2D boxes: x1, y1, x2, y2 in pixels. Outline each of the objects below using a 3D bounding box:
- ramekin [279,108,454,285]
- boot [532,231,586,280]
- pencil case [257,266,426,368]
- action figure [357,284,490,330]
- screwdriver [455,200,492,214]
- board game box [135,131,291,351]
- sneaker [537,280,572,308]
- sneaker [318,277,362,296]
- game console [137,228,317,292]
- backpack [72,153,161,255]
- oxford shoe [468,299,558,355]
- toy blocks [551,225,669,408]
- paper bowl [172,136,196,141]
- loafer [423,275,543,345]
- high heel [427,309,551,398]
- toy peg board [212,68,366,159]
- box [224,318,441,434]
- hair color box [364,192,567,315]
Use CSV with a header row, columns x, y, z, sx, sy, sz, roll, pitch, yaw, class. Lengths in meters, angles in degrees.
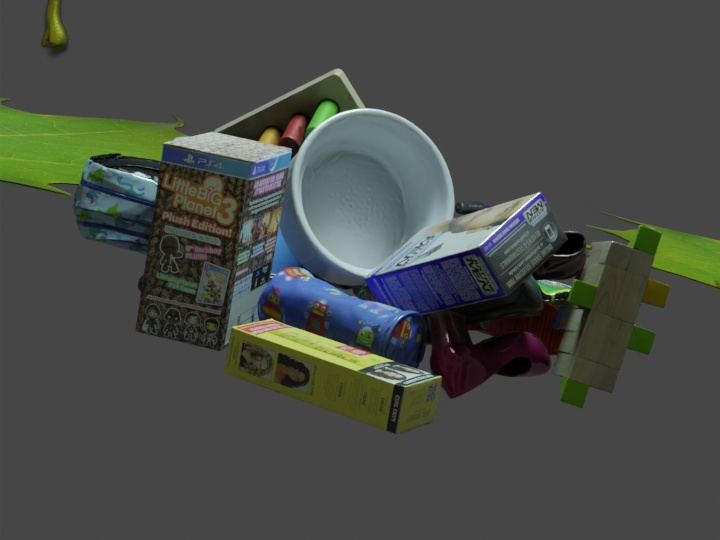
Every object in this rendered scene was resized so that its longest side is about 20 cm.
x,y,z,sx,sy,sz,roll,pitch,yaw,class
-0.001,-0.077,1.770,0.200,0.201,0.098,6,-14,-22,ramekin
0.157,-0.023,1.735,0.199,0.073,0.166,0,-9,6,boot
-0.018,0.056,1.607,0.200,0.078,0.087,20,7,41,pencil case
0.066,0.038,1.805,0.118,0.055,0.200,19,-8,-40,action figure
0.249,-0.117,2.847,0.199,0.028,0.029,-5,47,-44,screwdriver
-0.153,-0.035,1.618,0.096,0.201,0.159,12,11,10,board game box
0.213,0.042,1.937,0.199,0.078,0.085,19,4,-5,sneaker
0.000,0.000,1.938,0.199,0.080,0.078,-12,-2,29,sneaker
-0.146,-0.026,1.803,0.199,0.117,0.176,10,11,-1,game console
-0.265,-0.081,1.957,0.200,0.154,0.163,29,6,-23,backpack
0.184,0.054,1.826,0.199,0.072,0.072,18,9,37,oxford shoe
0.254,0.049,1.661,0.100,0.201,0.137,18,-3,-7,toy blocks
-0.196,-0.139,2.353,0.200,0.105,0.201,10,12,-2,paper bowl
0.106,0.052,1.653,0.200,0.063,0.072,-26,5,33,loafer
0.140,0.110,1.614,0.200,0.097,0.067,18,-37,-41,high heel
-0.066,-0.112,1.911,0.199,0.200,0.098,-23,23,24,toy peg board
-0.027,0.099,1.452,0.199,0.050,0.075,17,13,31,box
0.106,-0.012,1.594,0.109,0.065,0.200,-40,15,-34,hair color box
